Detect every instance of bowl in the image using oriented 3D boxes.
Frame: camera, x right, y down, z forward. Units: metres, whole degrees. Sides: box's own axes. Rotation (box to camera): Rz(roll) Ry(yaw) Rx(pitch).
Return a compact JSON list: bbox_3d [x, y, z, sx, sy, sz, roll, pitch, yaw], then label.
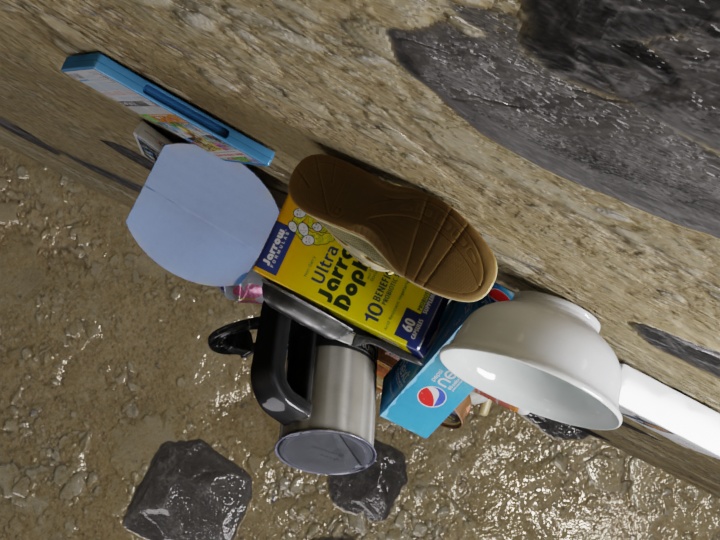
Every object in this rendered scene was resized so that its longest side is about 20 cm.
[{"bbox_3d":[0.185,0.082,1.453,0.199,0.091,0.201,21,165,6],"label":"bowl"}]

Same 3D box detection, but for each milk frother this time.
[{"bbox_3d":[-0.082,0.134,1.665,0.179,0.190,0.200,22,143,-25],"label":"milk frother"}]

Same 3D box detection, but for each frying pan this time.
[{"bbox_3d":[-0.031,0.061,1.558,0.189,0.031,0.115,31,176,-22],"label":"frying pan"}]

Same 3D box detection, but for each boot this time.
[{"bbox_3d":[0.039,-0.026,1.268,0.198,0.073,0.155,27,175,15],"label":"boot"}]

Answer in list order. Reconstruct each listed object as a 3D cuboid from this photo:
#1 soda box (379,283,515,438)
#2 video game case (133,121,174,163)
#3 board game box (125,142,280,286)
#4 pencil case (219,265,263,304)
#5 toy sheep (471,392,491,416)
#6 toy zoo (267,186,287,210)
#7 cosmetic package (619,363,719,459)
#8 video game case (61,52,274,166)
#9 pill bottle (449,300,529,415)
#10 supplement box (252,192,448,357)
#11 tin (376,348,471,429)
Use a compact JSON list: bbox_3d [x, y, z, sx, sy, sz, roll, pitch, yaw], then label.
[{"bbox_3d":[0.101,0.098,1.597,0.067,0.200,0.065,27,-142,-16],"label":"soda box"},{"bbox_3d":[-0.199,-0.112,1.769,0.181,0.023,0.200,36,175,-4],"label":"video game case"},{"bbox_3d":[-0.178,-0.071,1.666,0.157,0.039,0.201,29,130,-7],"label":"board game box"},{"bbox_3d":[-0.070,0.001,1.731,0.197,0.084,0.092,7,132,10],"label":"pencil case"},{"bbox_3d":[0.151,0.128,2.000,0.137,0.140,0.199,21,-177,42],"label":"toy sheep"},{"bbox_3d":[-0.063,-0.058,1.791,0.130,0.021,0.200,24,174,27],"label":"toy zoo"},{"bbox_3d":[0.373,0.173,1.793,0.198,0.052,0.151,27,178,-12],"label":"cosmetic package"},{"bbox_3d":[-0.193,-0.159,1.416,0.198,0.018,0.143,29,174,-24],"label":"video game case"},{"bbox_3d":[0.132,0.081,1.695,0.198,0.113,0.112,25,175,10],"label":"pill bottle"},{"bbox_3d":[0.000,0.000,1.539,0.198,0.110,0.110,25,176,8],"label":"supplement box"},{"bbox_3d":[0.049,0.130,1.781,0.198,0.042,0.112,30,156,12],"label":"tin"}]
